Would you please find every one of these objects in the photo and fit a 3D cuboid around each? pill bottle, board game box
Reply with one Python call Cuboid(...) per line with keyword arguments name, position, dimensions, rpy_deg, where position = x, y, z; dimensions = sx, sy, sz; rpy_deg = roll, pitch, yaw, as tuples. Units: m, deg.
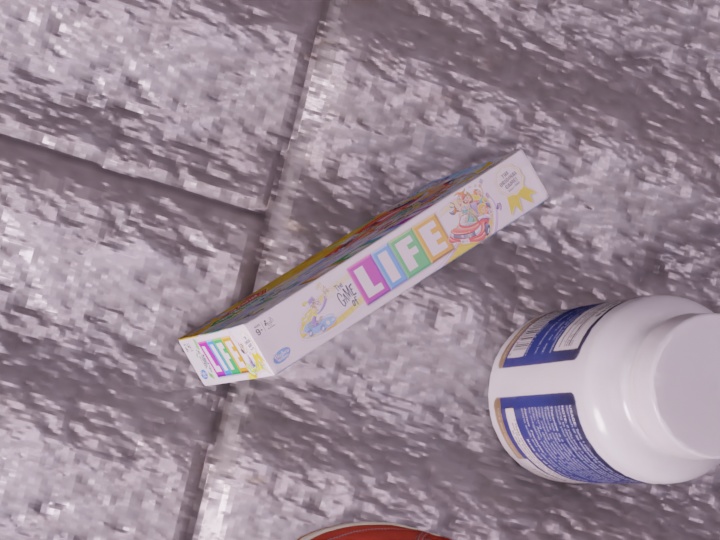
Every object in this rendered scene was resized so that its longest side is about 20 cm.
Cuboid(name="pill bottle", position=(0.164, 0.072, 1.314), dimensions=(0.111, 0.200, 0.111), rpy_deg=(2, 85, -20))
Cuboid(name="board game box", position=(0.000, 0.000, 1.295), dimensions=(0.200, 0.134, 0.034), rpy_deg=(-32, 96, -21))

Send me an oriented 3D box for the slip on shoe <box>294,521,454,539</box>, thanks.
Cuboid(name="slip on shoe", position=(0.042, 0.194, 1.332), dimensions=(0.200, 0.061, 0.074), rpy_deg=(10, 83, -18))
